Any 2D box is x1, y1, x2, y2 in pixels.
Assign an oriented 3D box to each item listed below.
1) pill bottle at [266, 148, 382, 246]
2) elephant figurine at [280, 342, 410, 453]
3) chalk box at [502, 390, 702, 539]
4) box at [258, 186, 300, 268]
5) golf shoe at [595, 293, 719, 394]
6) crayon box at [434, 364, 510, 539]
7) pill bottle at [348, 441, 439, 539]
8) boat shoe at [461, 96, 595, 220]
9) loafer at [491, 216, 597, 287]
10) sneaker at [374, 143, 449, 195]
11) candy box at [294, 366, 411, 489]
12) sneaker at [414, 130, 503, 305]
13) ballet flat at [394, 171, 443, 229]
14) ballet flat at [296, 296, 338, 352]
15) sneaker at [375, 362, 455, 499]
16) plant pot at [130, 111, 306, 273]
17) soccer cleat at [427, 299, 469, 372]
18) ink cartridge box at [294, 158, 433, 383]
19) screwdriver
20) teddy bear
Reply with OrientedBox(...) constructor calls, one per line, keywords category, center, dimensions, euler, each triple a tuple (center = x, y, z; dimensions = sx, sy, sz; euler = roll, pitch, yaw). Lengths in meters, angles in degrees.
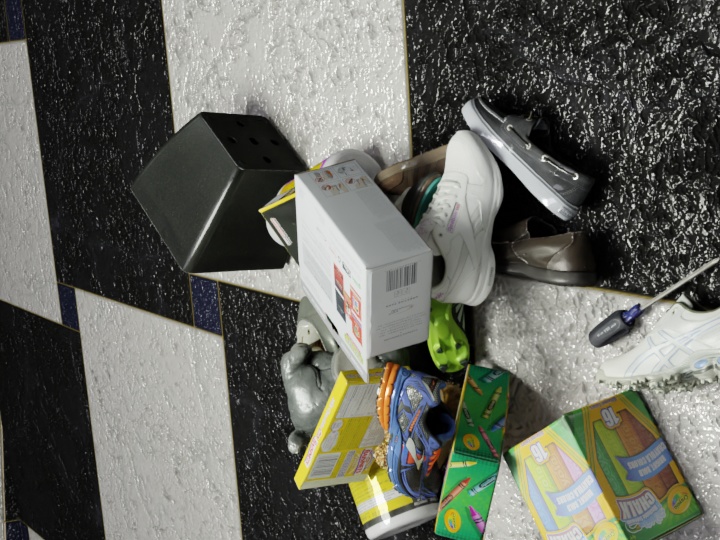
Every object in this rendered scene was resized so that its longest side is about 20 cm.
OrientedBox(category="pill bottle", center=(-0.055, -0.093, 1.525), dimensions=(0.200, 0.104, 0.105), euler=(-24, 81, 53))
OrientedBox(category="elephant figurine", center=(0.004, 0.138, 1.420), dimensions=(0.199, 0.141, 0.156), euler=(-13, 89, 19))
OrientedBox(category="chalk box", center=(0.273, 0.253, 1.177), dimensions=(0.124, 0.124, 0.201), euler=(-46, 65, 49))
OrientedBox(category="box", center=(-0.025, -0.029, 1.427), dimensions=(0.159, 0.049, 0.200), euler=(-19, 111, 50))
OrientedBox(category="golf shoe", center=(0.328, 0.076, 1.110), dimensions=(0.200, 0.078, 0.098), euler=(-17, 70, 48))
OrientedBox(category="crayon box", center=(0.137, 0.216, 1.295), dimensions=(0.058, 0.200, 0.119), euler=(12, 117, 6))
OrientedBox(category="pill bottle", center=(0.029, 0.265, 1.510), dimensions=(0.111, 0.111, 0.201), euler=(-43, 62, 50))
OrientedBox(category="boat shoe", center=(0.192, -0.143, 1.219), dimensions=(0.066, 0.070, 0.200), euler=(-51, 51, 21))
OrientedBox(category="loafer", center=(0.198, -0.028, 1.247), dimensions=(0.200, 0.073, 0.072), euler=(13, 98, 50))
OrientedBox(category="sneaker", center=(0.089, -0.110, 1.358), dimensions=(0.200, 0.070, 0.076), euler=(-17, 92, 55))
OrientedBox(category="candy box", center=(-0.009, 0.202, 1.369), dimensions=(0.026, 0.102, 0.201), euler=(56, 136, 39))
OrientedBox(category="sneaker", center=(0.107, -0.060, 1.219), dimensions=(0.075, 0.099, 0.201), euler=(0, 89, 58))
OrientedBox(category="ballet flat", center=(0.075, -0.058, 1.337), dimensions=(0.068, 0.068, 0.200), euler=(39, 155, 32))
OrientedBox(category="ballet flat", center=(-0.062, 0.129, 1.635), dimensions=(0.067, 0.063, 0.201), euler=(-47, 62, 48))
OrientedBox(category="sneaker", center=(0.071, 0.193, 1.228), dimensions=(0.078, 0.076, 0.201), euler=(3, 132, 20))
OrientedBox(category="plant pot", center=(-0.199, -0.129, 1.647), dimensions=(0.200, 0.199, 0.178), euler=(54, 127, 29))
OrientedBox(category="soccer cleat", center=(0.100, 0.036, 1.354), dimensions=(0.081, 0.067, 0.201), euler=(-99, 0, -60))
OrientedBox(category="ink cartridge box", center=(0.000, 0.000, 1.251), dimensions=(0.200, 0.083, 0.176), euler=(-126, 28, -44))
OrientedBox(category="screwdriver", center=(0.310, 0.030, 1.144), dimensions=(0.200, 0.028, 0.029), euler=(-49, 33, 46))
OrientedBox(category="teddy bear", center=(0.073, 0.200, 1.383), dimensions=(0.067, 0.200, 0.145), euler=(29, 89, 22))
